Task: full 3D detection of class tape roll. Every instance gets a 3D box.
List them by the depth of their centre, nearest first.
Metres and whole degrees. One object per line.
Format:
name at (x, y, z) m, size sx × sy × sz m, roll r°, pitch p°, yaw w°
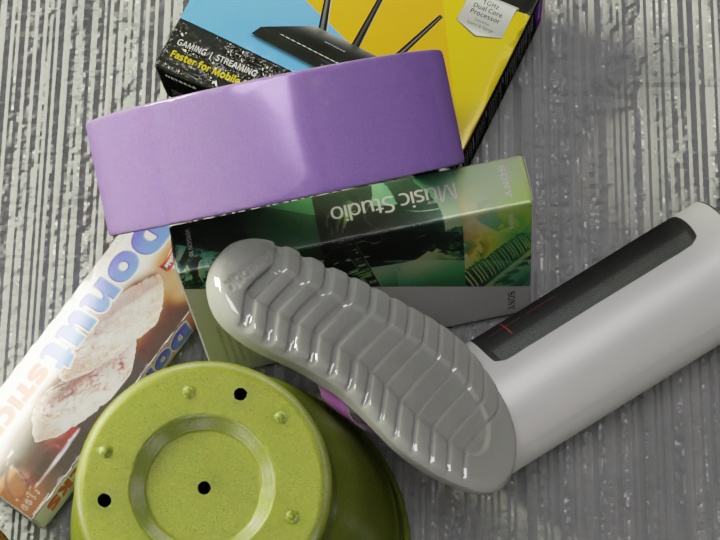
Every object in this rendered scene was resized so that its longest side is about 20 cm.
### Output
tape roll at (-0.046, -0.070, 1.042) m, size 0.200 × 0.200 × 0.066 m, roll -12°, pitch 94°, yaw -1°

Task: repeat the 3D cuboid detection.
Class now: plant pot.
plant pot at (-0.075, 0.134, 1.025) m, size 0.200 × 0.193 × 0.201 m, roll -1°, pitch 72°, yaw 3°

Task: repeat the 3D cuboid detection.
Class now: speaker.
speaker at (0.135, 0.044, 1.105) m, size 0.200 × 0.081 × 0.081 m, roll -31°, pitch 73°, yaw -7°

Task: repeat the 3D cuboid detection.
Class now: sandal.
sandal at (0.001, 0.051, 1.028) m, size 0.203 × 0.050 × 0.082 m, roll 38°, pitch 54°, yaw -13°

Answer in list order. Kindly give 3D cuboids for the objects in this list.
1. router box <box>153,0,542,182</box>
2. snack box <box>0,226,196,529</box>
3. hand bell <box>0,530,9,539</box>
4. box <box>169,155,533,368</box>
router box at (-0.006, -0.143, 1.184) m, size 0.200 × 0.051 × 0.149 m, roll 23°, pitch 75°, yaw 11°
snack box at (-0.158, 0.054, 1.138) m, size 0.072 × 0.024 × 0.200 m, roll 31°, pitch 76°, yaw 23°
hand bell at (-0.158, 0.198, 0.979) m, size 0.104 × 0.104 × 0.200 m, roll -38°, pitch 76°, yaw -9°
box at (0.000, 0.000, 1.089) m, size 0.200 × 0.144 × 0.036 m, roll -13°, pitch 64°, yaw -1°
